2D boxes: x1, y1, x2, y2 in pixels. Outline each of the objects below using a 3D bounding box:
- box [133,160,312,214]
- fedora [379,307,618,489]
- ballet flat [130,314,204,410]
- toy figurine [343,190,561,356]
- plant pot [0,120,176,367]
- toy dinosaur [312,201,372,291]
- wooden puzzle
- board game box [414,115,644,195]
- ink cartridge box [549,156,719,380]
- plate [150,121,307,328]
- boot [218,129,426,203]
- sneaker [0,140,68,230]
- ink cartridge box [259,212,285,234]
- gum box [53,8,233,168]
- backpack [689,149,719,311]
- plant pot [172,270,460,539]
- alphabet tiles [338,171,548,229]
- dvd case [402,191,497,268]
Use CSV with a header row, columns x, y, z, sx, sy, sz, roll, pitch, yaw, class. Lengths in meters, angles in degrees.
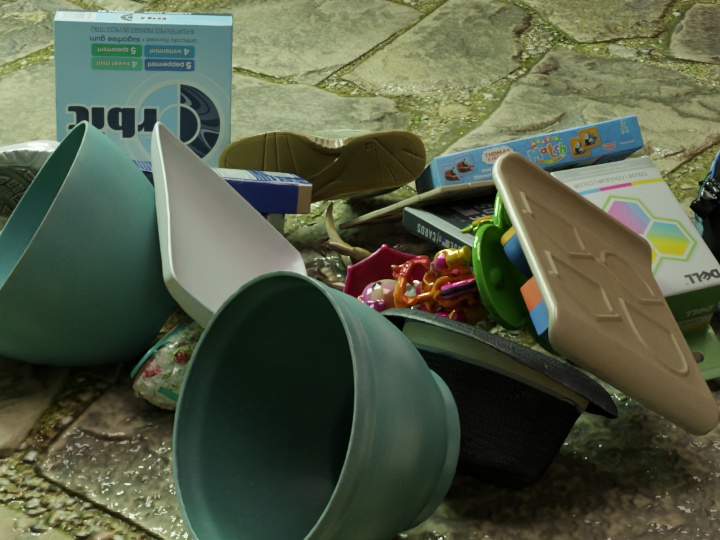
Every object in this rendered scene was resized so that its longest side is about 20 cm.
x,y,z,sx,sy,sz,roll,pitch,yaw,class
-0.149,-0.076,1.654,0.198,0.033,0.121,6,6,-10,box
0.085,0.101,1.356,0.199,0.092,0.201,22,-9,4,fedora
-0.125,0.061,1.512,0.064,0.076,0.200,37,33,0,ballet flat
0.060,0.022,1.497,0.183,0.151,0.200,-17,0,27,toy figurine
-0.219,-0.001,1.507,0.134,0.201,0.200,31,17,-17,plant pot
0.000,0.000,1.683,0.101,0.059,0.200,2,23,-45,toy dinosaur
0.176,0.023,1.400,0.185,0.046,0.201,30,31,-33,wooden puzzle
0.160,-0.103,1.801,0.198,0.037,0.151,-13,-4,-7,board game box
0.236,0.001,1.553,0.103,0.060,0.201,-10,54,-24,ink cartridge box
-0.102,0.004,1.481,0.032,0.200,0.200,-34,39,17,plate
-0.036,-0.100,1.821,0.198,0.073,0.155,-5,1,0,boot
-0.317,-0.077,1.654,0.199,0.078,0.100,-23,20,35,sneaker
-0.175,-0.044,1.684,0.198,0.041,0.200,5,6,3,ink cartridge box
-0.208,-0.147,1.785,0.168,0.202,0.045,1,23,-4,gum box
0.393,-0.040,1.681,0.181,0.148,0.200,7,28,13,backpack
-0.017,0.113,1.263,0.133,0.202,0.200,15,12,-38,plant pot
0.104,-0.070,1.772,0.199,0.008,0.167,-10,-5,-36,alphabet tiles
0.160,-0.042,1.678,0.199,0.025,0.150,-10,22,-27,dvd case
